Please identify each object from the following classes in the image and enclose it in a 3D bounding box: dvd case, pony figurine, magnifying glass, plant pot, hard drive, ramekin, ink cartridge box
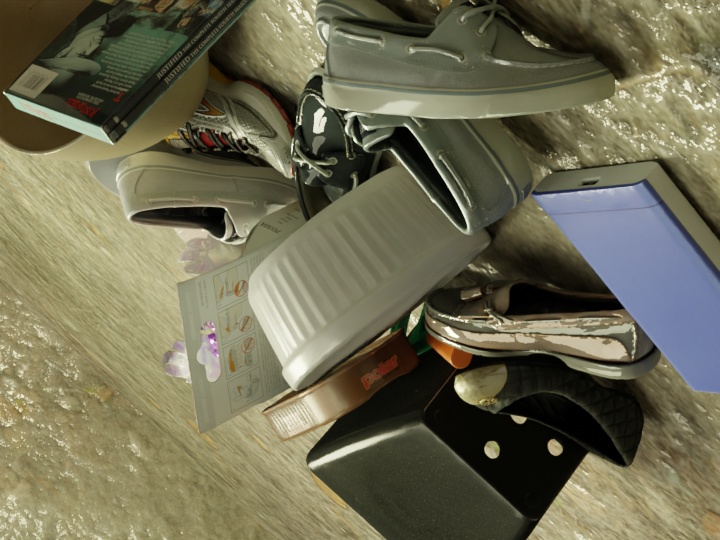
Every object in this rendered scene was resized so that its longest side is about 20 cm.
[{"bbox_3d":[-0.152,-0.179,1.083,0.146,0.200,0.022,21,153,47],"label":"dvd case"},{"bbox_3d":[-0.110,0.052,1.612,0.193,0.167,0.200,10,179,-5],"label":"pony figurine"},{"bbox_3d":[0.062,0.049,1.306,0.022,0.080,0.200,20,-174,-13],"label":"magnifying glass"},{"bbox_3d":[-0.206,-0.177,1.267,0.200,0.201,0.134,28,-175,37],"label":"plant pot"},{"bbox_3d":[0.217,0.010,1.032,0.200,0.025,0.132,48,161,-18],"label":"hard drive"},{"bbox_3d":[0.000,0.000,1.205,0.094,0.202,0.202,53,163,6],"label":"ramekin"},{"bbox_3d":[0.107,0.148,1.343,0.199,0.200,0.177,43,151,-2],"label":"plant pot"},{"bbox_3d":[-0.088,0.037,1.369,0.050,0.200,0.162,28,133,44],"label":"ink cartridge box"}]

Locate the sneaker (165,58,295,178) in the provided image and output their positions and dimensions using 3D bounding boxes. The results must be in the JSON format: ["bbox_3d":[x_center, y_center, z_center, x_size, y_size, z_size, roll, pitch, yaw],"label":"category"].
[{"bbox_3d":[-0.128,-0.129,1.341,0.200,0.082,0.078,31,159,30],"label":"sneaker"}]

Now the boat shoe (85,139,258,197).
[{"bbox_3d":[-0.176,-0.098,1.415,0.200,0.069,0.057,14,-150,-40],"label":"boat shoe"}]

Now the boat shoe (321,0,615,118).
[{"bbox_3d":[0.061,-0.134,0.935,0.200,0.070,0.072,6,107,31],"label":"boat shoe"}]

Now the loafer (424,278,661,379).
[{"bbox_3d":[0.138,0.031,1.170,0.200,0.072,0.063,11,130,32],"label":"loafer"}]

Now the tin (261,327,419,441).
[{"bbox_3d":[-0.017,0.102,1.320,0.042,0.112,0.200,54,155,-1],"label":"tin"}]

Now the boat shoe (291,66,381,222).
[{"bbox_3d":[-0.024,-0.091,1.245,0.076,0.060,0.200,34,161,24],"label":"boat shoe"}]

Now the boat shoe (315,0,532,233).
[{"bbox_3d":[0.029,-0.109,1.037,0.201,0.071,0.070,47,162,6],"label":"boat shoe"}]

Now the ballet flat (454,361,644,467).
[{"bbox_3d":[0.159,0.113,1.216,0.200,0.057,0.066,18,151,-33],"label":"ballet flat"}]

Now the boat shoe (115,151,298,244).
[{"bbox_3d":[-0.125,-0.058,1.368,0.200,0.069,0.072,12,146,-34],"label":"boat shoe"}]

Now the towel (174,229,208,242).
[{"bbox_3d":[-0.223,-0.107,1.674,0.191,0.032,0.200,44,163,-7],"label":"towel"}]
